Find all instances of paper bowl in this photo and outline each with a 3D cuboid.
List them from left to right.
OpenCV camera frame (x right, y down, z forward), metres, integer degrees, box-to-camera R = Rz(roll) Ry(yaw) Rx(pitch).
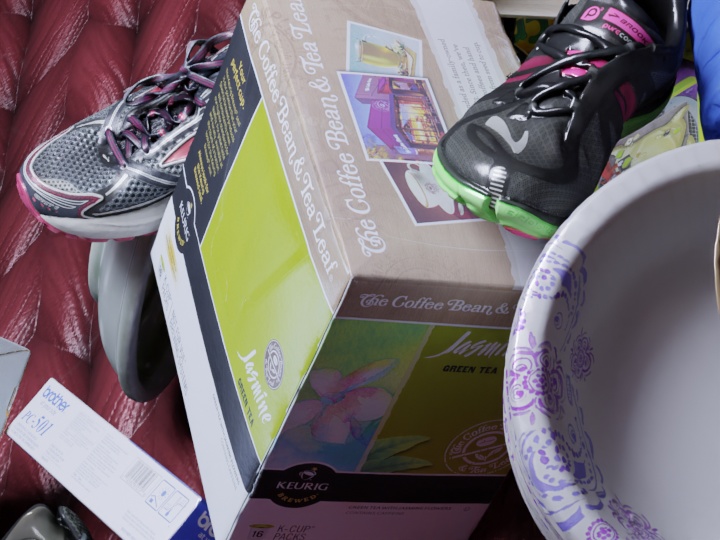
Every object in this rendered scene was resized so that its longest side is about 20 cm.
[{"bbox_3d":[0.158,0.054,0.906,0.200,0.104,0.201,-1,74,2],"label":"paper bowl"}]

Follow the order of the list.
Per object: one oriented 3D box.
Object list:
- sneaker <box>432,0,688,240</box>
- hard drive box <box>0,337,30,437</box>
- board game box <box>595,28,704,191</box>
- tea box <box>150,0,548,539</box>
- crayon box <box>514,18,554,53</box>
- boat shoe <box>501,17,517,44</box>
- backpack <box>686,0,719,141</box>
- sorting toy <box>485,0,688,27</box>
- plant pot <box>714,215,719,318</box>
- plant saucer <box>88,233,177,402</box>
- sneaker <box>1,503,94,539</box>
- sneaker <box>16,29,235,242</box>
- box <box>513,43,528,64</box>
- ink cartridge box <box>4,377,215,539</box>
[{"bbox_3d":[0.091,-0.081,0.970,0.200,0.077,0.084,-52,-16,-51],"label":"sneaker"},{"bbox_3d":[-0.274,0.141,1.283,0.200,0.077,0.156,-53,17,48],"label":"hard drive box"},{"bbox_3d":[0.172,-0.072,1.160,0.200,0.032,0.120,-50,30,-10],"label":"board game box"},{"bbox_3d":[0.000,0.000,1.057,0.197,0.133,0.200,115,149,-42],"label":"tea box"},{"bbox_3d":[0.080,-0.170,1.296,0.200,0.058,0.119,-17,75,36],"label":"crayon box"},{"bbox_3d":[0.070,-0.148,1.200,0.199,0.070,0.066,-26,71,5],"label":"boat shoe"},{"bbox_3d":[0.246,-0.097,0.983,0.200,0.163,0.168,-23,41,28],"label":"backpack"},{"bbox_3d":[0.127,-0.191,1.071,0.199,0.180,0.107,5,77,11],"label":"sorting toy"},{"bbox_3d":[0.234,0.005,0.851,0.200,0.200,0.027,-51,-10,-11],"label":"plant pot"},{"bbox_3d":[-0.115,-0.025,1.284,0.050,0.200,0.201,18,58,9],"label":"plant saucer"},{"bbox_3d":[-0.130,0.188,1.119,0.076,0.114,0.199,-49,34,-6],"label":"sneaker"},{"bbox_3d":[-0.088,-0.084,1.157,0.199,0.075,0.081,-25,58,-8],"label":"sneaker"},{"bbox_3d":[0.006,-0.057,1.221,0.200,0.075,0.050,-27,39,-13],"label":"box"},{"bbox_3d":[-0.112,0.129,1.183,0.044,0.094,0.200,-49,33,-8],"label":"ink cartridge box"}]
